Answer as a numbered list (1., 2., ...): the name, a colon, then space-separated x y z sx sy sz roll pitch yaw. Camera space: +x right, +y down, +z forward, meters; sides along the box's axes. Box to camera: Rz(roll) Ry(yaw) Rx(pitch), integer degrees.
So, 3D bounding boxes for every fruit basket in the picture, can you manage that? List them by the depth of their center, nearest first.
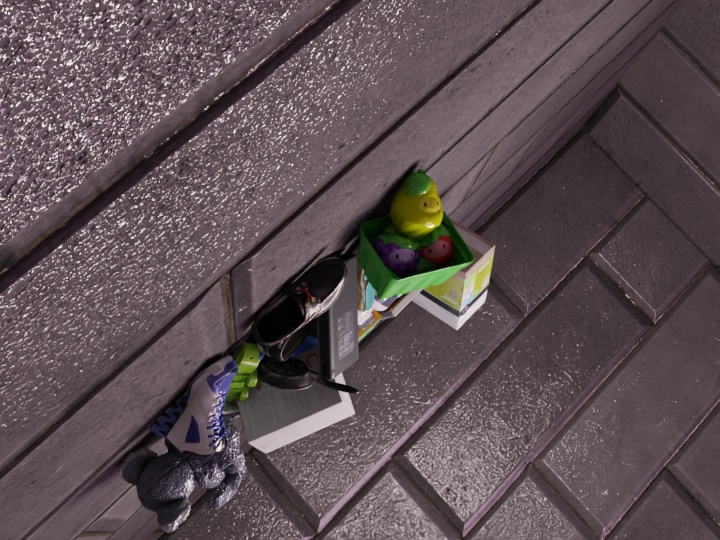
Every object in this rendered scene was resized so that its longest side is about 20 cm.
1. fruit basket: 0.103 -0.066 1.549 0.212 0.157 0.217 -25 153 -14

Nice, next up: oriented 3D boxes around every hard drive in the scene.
1. hard drive: -0.041 0.080 1.580 0.139 0.032 0.205 -28 119 -66

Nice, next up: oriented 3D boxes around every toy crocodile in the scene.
1. toy crocodile: -0.231 0.193 1.562 0.066 0.063 0.200 5 151 -20

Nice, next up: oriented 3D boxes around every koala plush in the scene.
1. koala plush: -0.321 0.356 1.547 0.198 0.178 0.184 -29 164 -40

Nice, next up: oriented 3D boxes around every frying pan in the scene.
1. frying pan: -0.105 0.195 1.552 0.115 0.187 0.032 -26 130 -61

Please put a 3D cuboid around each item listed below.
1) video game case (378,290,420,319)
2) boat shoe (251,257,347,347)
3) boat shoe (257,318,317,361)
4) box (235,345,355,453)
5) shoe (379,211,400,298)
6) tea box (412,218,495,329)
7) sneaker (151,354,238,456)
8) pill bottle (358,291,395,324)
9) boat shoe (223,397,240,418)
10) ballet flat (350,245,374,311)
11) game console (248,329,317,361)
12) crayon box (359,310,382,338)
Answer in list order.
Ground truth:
1. video game case: 0.077 0.071 2.055 0.143 0.018 0.199 -43 -171 -26
2. boat shoe: -0.099 0.054 1.445 0.200 0.074 0.063 -40 -179 -6
3. boat shoe: -0.101 0.089 1.569 0.200 0.060 0.076 -49 144 -24
4. box: -0.127 0.246 1.651 0.196 0.126 0.098 -24 153 5
5. shoe: 0.085 -0.041 1.706 0.090 0.071 0.203 -32 137 -29
6. tea box: 0.205 -0.005 2.109 0.133 0.198 0.199 -39 148 -33
7. sneaker: -0.257 0.247 1.469 0.200 0.115 0.080 -47 173 20
8. pill bottle: 0.039 0.013 1.823 0.200 0.120 0.119 -46 173 11
9. boat shoe: -0.267 0.278 1.703 0.200 0.072 0.063 -14 128 -88
10. ballet flat: 0.000 0.000 1.697 0.070 0.070 0.203 -38 150 -35
11. game console: -0.157 0.183 1.672 0.175 0.116 0.201 -37 169 -46
12. crayon box: -0.058 0.124 1.893 0.199 0.119 0.058 -39 172 -37
